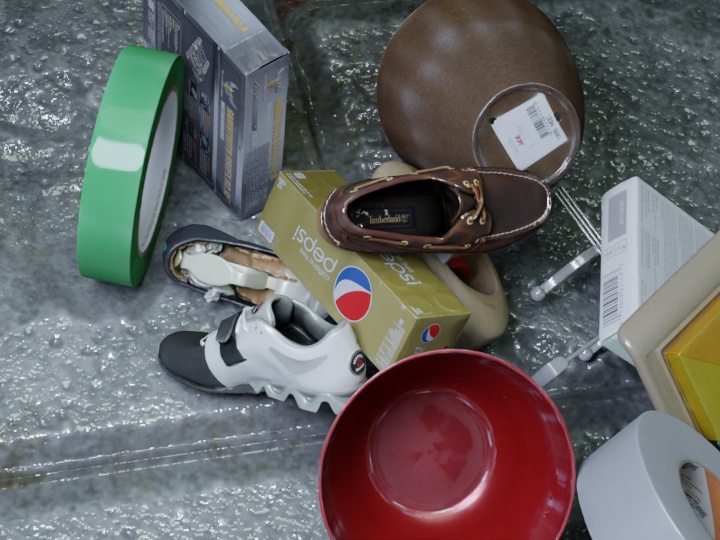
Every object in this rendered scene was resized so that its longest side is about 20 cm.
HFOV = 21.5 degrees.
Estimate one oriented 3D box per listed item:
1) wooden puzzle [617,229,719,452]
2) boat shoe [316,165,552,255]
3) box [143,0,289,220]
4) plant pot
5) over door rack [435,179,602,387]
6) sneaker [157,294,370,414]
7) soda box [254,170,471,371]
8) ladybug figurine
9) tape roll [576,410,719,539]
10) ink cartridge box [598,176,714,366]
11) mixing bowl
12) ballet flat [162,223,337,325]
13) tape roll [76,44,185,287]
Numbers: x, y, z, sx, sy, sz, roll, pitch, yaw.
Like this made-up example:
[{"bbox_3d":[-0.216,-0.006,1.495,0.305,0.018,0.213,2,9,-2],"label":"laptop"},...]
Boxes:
[{"bbox_3d":[0.316,0.086,1.587,0.185,0.037,0.201,-39,107,-32],"label":"wooden puzzle"},{"bbox_3d":[0.067,-0.047,1.511,0.199,0.070,0.071,-9,85,-19],"label":"boat shoe"},{"bbox_3d":[-0.131,-0.165,1.677,0.048,0.201,0.158,-31,61,-25],"label":"box"},{"bbox_3d":[0.121,-0.139,1.651,0.185,0.188,0.200,-1,17,-10],"label":"plant pot"},{"bbox_3d":[0.156,0.013,1.631,0.148,0.067,0.200,52,39,9],"label":"over door rack"},{"bbox_3d":[-0.082,0.055,1.555,0.199,0.089,0.074,6,30,28],"label":"sneaker"},{"bbox_3d":[0.000,0.000,1.565,0.067,0.064,0.200,-4,41,-44],"label":"soda box"},{"bbox_3d":[0.055,-0.009,1.648,0.135,0.072,0.201,19,38,-47],"label":"ladybug figurine"},{"bbox_3d":[0.257,0.208,1.460,0.200,0.066,0.201,39,25,-23],"label":"tape roll"},{"bbox_3d":[0.290,0.034,1.657,0.200,0.050,0.162,34,45,-31],"label":"ink cartridge box"},{"bbox_3d":[0.062,0.154,1.490,0.198,0.108,0.202,-1,96,-5],"label":"mixing bowl"},{"bbox_3d":[-0.081,0.012,1.628,0.199,0.073,0.073,18,52,9],"label":"ballet flat"},{"bbox_3d":[-0.193,-0.089,1.607,0.048,0.201,0.201,11,51,1],"label":"tape roll"}]
